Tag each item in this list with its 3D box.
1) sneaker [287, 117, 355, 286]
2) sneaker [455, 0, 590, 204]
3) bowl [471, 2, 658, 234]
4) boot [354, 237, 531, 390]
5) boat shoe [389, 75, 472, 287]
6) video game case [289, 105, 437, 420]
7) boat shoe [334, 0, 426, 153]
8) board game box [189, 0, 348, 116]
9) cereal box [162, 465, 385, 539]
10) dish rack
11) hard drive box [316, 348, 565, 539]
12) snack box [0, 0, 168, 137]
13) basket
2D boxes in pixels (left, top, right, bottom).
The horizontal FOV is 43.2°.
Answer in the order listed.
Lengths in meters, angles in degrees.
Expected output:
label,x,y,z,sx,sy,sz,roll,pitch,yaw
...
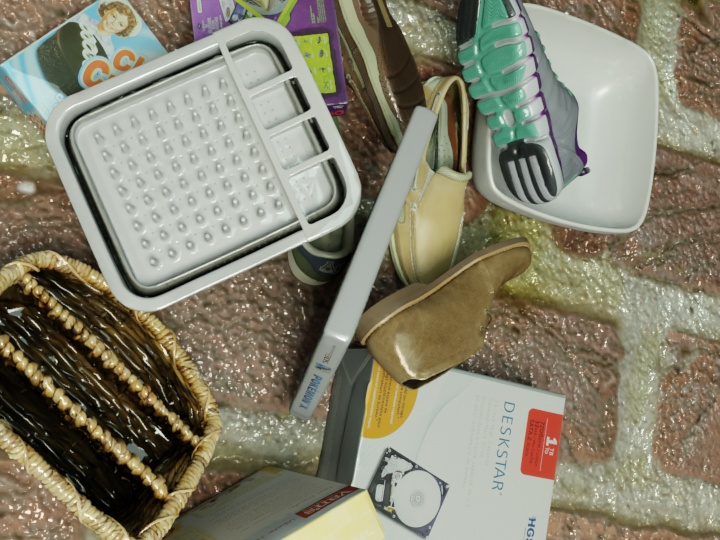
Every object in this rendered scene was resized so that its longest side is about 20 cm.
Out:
label,x,y,z,sx,sy,sz,roll,pitch,yaw
sneaker,-0.037,-0.091,0.764,0.066,0.090,0.203,-6,87,-15
sneaker,0.147,-0.164,0.803,0.087,0.074,0.202,-28,107,-38
bowl,0.192,-0.138,0.891,0.198,0.074,0.203,12,78,-23
boot,0.086,0.035,0.768,0.199,0.074,0.076,-28,74,-34
boat shoe,0.068,-0.077,0.822,0.071,0.076,0.203,1,86,-28
video game case,0.000,0.000,0.709,0.022,0.183,0.202,23,62,-1
boat shoe,-0.002,-0.195,0.810,0.074,0.074,0.205,-8,80,-59
board game box,-0.081,-0.219,0.750,0.118,0.032,0.203,-6,76,-8
cereal box,-0.087,0.196,0.652,0.143,0.200,0.040,-25,94,-25
dish rack,-0.116,-0.078,0.681,0.198,0.044,0.173,-25,86,-9
hard drive box,0.070,0.165,0.799,0.198,0.077,0.158,14,79,-24
snack box,-0.178,-0.110,0.731,0.116,0.037,0.201,-43,103,-24
basket,-0.191,0.081,0.644,0.200,0.149,0.143,48,68,-12
